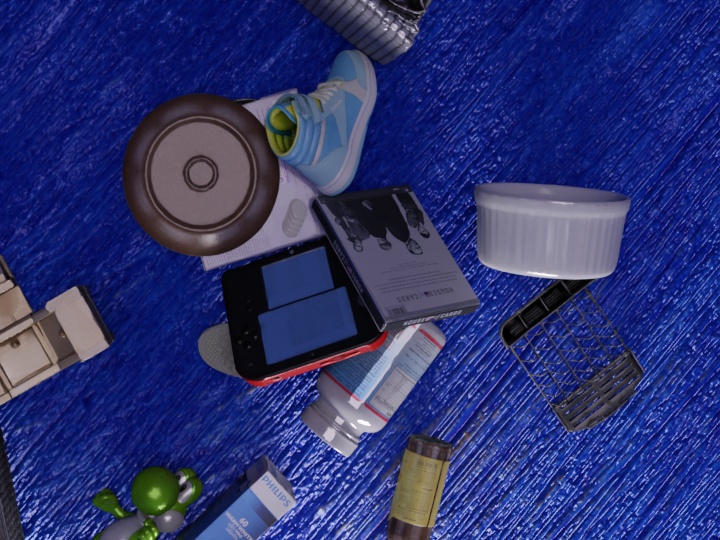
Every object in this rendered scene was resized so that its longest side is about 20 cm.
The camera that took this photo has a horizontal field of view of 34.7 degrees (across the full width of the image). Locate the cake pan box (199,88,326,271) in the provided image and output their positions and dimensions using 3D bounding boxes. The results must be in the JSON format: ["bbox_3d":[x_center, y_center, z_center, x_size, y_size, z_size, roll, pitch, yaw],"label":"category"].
[{"bbox_3d":[-0.143,-0.119,1.480,0.181,0.052,0.203,-18,95,-8],"label":"cake pan box"}]

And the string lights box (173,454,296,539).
[{"bbox_3d":[-0.175,0.332,1.468,0.200,0.103,0.059,-43,96,-3],"label":"string lights box"}]

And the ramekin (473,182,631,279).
[{"bbox_3d":[0.239,-0.052,1.463,0.197,0.201,0.100,2,100,-8],"label":"ramekin"}]

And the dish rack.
[{"bbox_3d":[0.289,0.112,1.545,0.153,0.055,0.201,-36,97,-4],"label":"dish rack"}]

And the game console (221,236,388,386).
[{"bbox_3d":[-0.070,0.043,1.432,0.197,0.031,0.179,-18,58,4],"label":"game console"}]

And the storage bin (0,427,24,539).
[{"bbox_3d":[-0.503,0.296,1.429,0.133,0.094,0.204,-11,95,-7],"label":"storage bin"}]

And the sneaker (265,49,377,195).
[{"bbox_3d":[-0.052,-0.209,1.431,0.130,0.079,0.203,28,60,-37],"label":"sneaker"}]

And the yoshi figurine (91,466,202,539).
[{"bbox_3d":[-0.291,0.318,1.453,0.200,0.112,0.112,-44,91,-7],"label":"yoshi figurine"}]

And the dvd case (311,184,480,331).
[{"bbox_3d":[0.044,-0.020,1.438,0.148,0.025,0.202,-9,56,-33],"label":"dvd case"}]

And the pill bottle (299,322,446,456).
[{"bbox_3d":[0.013,0.134,1.482,0.108,0.109,0.201,38,88,-7],"label":"pill bottle"}]

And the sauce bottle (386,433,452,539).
[{"bbox_3d":[0.069,0.320,1.520,0.064,0.065,0.203,15,90,-8],"label":"sauce bottle"}]

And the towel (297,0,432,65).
[{"bbox_3d":[0.001,-0.341,1.413,0.165,0.200,0.086,37,87,-8],"label":"towel"}]

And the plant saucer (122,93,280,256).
[{"bbox_3d":[-0.198,-0.119,1.431,0.197,0.037,0.204,0,92,-6],"label":"plant saucer"}]

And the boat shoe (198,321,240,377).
[{"bbox_3d":[-0.112,0.093,1.481,0.196,0.062,0.076,-7,100,14],"label":"boat shoe"}]

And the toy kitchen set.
[{"bbox_3d":[-0.423,0.064,1.384,0.198,0.180,0.165,-30,95,-9],"label":"toy kitchen set"}]
